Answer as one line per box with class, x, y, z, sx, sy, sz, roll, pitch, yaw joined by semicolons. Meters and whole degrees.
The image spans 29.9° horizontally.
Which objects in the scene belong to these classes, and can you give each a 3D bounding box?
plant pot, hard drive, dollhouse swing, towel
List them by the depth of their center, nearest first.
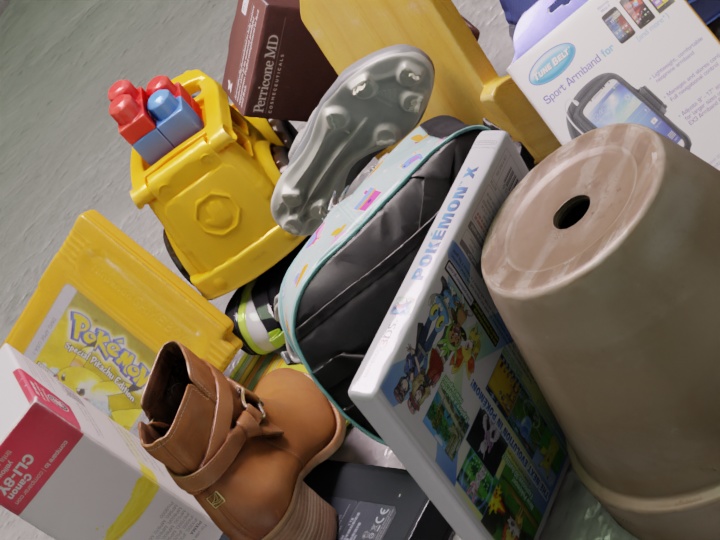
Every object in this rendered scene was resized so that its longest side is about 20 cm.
plant pot;0.161;0.021;0.728;0.200;0.173;0.200;-36;28;23
hard drive;-0.031;0.195;0.919;0.200;0.033;0.140;-3;50;51
dollhouse swing;0.084;-0.172;1.030;0.181;0.176;0.200;-27;12;-27
towel;-0.066;0.116;1.114;0.086;0.018;0.200;-59;29;-11

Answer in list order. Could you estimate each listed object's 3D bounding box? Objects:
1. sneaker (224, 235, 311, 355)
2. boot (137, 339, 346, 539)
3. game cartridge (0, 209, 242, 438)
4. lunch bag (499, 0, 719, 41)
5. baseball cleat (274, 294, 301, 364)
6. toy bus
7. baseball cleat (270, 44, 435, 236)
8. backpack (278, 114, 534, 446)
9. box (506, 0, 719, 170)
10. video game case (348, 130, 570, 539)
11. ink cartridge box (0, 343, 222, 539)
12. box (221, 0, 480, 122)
sneaker;-0.047;-0.002;1.191;0.083;0.072;0.200;-15;39;36
boot;-0.087;0.100;0.917;0.077;0.155;0.200;-33;31;22
game cartridge;-0.216;0.076;1.164;0.200;0.176;0.032;-54;-5;25
lunch bag;0.195;-0.228;1.065;0.136;0.133;0.200;-31;17;-26
baseball cleat;0.000;0.000;1.016;0.070;0.106;0.201;44;125;29
toy bus;-0.141;-0.104;1.168;0.135;0.192;0.200;-35;30;12
baseball cleat;-0.010;-0.114;1.012;0.200;0.070;0.107;-46;24;38
backpack;0.044;0.014;0.908;0.200;0.176;0.153;-46;18;-7
box;0.187;-0.108;0.876;0.119;0.041;0.200;-38;71;16
video game case;0.080;0.054;0.775;0.022;0.200;0.183;5;54;37
ink cartridge box;-0.215;0.162;1.061;0.084;0.200;0.145;-52;27;-5
box;-0.008;-0.180;1.146;0.075;0.199;0.101;-124;42;-54
